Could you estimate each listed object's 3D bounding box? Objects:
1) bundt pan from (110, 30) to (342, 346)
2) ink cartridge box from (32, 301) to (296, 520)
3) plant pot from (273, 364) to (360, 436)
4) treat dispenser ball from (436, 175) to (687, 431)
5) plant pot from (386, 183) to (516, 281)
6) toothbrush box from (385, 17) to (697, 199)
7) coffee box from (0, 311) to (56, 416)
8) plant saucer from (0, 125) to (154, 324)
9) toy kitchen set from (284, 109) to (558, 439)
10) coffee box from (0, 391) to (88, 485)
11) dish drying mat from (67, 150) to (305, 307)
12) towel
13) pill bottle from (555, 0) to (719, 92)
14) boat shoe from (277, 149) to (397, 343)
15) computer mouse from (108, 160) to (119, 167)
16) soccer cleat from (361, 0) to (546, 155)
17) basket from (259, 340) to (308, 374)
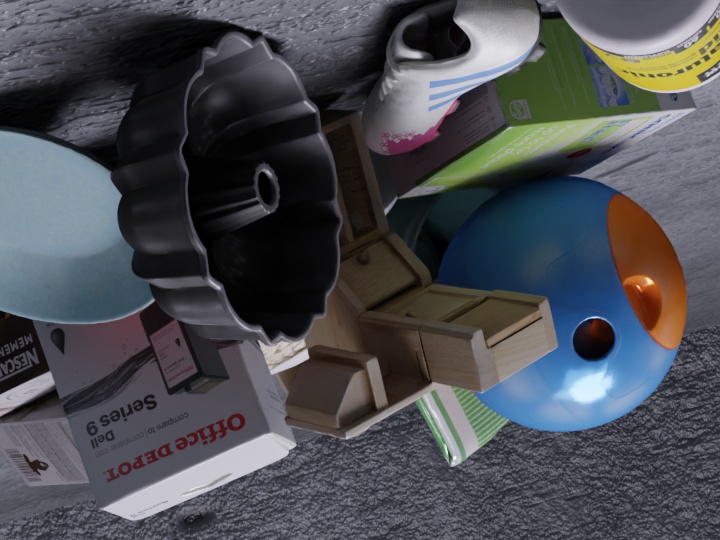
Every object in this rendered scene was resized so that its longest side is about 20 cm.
[{"bbox_3d":[-0.091,-0.047,1.148,0.075,0.204,0.201,-10,173,26],"label":"bundt pan"},{"bbox_3d":[-0.153,0.067,1.346,0.145,0.201,0.084,-24,164,5],"label":"ink cartridge box"},{"bbox_3d":[0.022,0.040,1.804,0.183,0.202,0.200,-24,174,-33],"label":"plant pot"},{"bbox_3d":[0.158,0.027,1.416,0.199,0.202,0.201,-17,169,-3],"label":"treat dispenser ball"},{"bbox_3d":[0.072,0.009,1.590,0.199,0.202,0.134,-8,-173,-41],"label":"plant pot"},{"bbox_3d":[0.131,-0.127,1.363,0.199,0.087,0.145,-10,168,-38],"label":"toothbrush box"},{"bbox_3d":[-0.316,0.062,1.518,0.199,0.114,0.080,-24,168,32],"label":"coffee box"},{"bbox_3d":[-0.220,-0.039,1.201,0.199,0.039,0.202,7,142,6],"label":"plant saucer"},{"bbox_3d":[0.000,0.000,1.271,0.163,0.182,0.199,-28,-158,-34],"label":"toy kitchen set"},{"bbox_3d":[-0.222,0.121,1.557,0.199,0.080,0.115,-10,-149,46],"label":"coffee box"},{"bbox_3d":[-0.127,-0.046,1.281,0.199,0.018,0.077,-30,-149,10],"label":"dish drying mat"},{"bbox_3d":[0.109,0.051,1.523,0.023,0.153,0.200,2,-141,48],"label":"towel"},{"bbox_3d":[0.195,-0.177,1.153,0.111,0.112,0.200,-21,169,16],"label":"pill bottle"},{"bbox_3d":[-0.026,-0.026,1.442,0.201,0.071,0.068,-58,168,-14],"label":"boat shoe"},{"bbox_3d":[-0.193,-0.047,1.373,0.109,0.044,0.200,-18,164,-22],"label":"computer mouse"},{"bbox_3d":[0.042,-0.143,1.229,0.086,0.070,0.200,9,153,-32],"label":"soccer cleat"},{"bbox_3d":[-0.093,0.009,1.561,0.123,0.137,0.200,-4,164,-36],"label":"basket"}]
